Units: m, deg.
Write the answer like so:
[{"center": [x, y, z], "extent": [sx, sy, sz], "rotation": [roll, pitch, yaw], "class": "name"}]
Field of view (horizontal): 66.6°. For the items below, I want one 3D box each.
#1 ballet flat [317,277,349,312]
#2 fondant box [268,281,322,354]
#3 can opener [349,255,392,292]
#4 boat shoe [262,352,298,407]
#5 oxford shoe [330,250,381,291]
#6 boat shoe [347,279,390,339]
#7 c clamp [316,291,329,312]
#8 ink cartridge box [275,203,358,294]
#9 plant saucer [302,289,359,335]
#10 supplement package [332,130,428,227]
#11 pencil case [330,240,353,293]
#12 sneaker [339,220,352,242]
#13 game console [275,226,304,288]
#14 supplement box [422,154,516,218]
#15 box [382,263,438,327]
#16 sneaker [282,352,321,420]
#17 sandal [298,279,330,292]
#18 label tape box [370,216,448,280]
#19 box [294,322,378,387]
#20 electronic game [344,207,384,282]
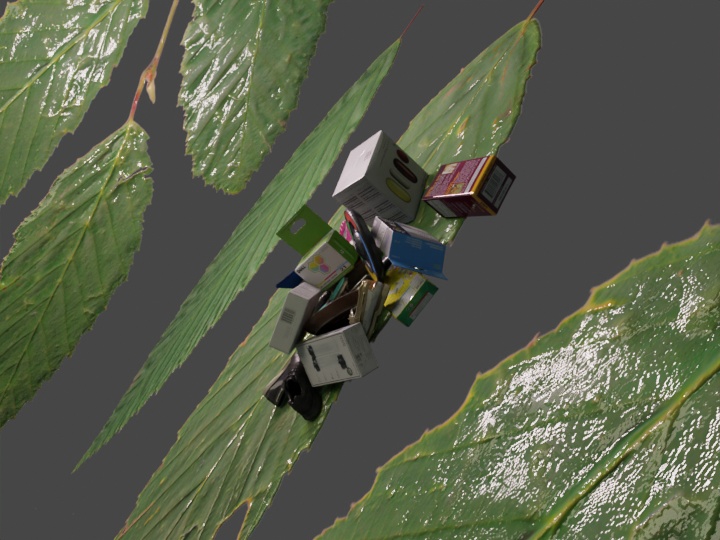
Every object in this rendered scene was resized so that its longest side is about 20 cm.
[{"center": [-0.068, 0.101, 1.496], "extent": [0.201, 0.072, 0.072], "rotation": [-53, 22, 29], "class": "ballet flat"}, {"center": [-0.161, 0.116, 1.395], "extent": [0.200, 0.058, 0.145], "rotation": [-39, -30, -82], "class": "fondant box"}, {"center": [0.045, 0.004, 1.451], "extent": [0.200, 0.053, 0.067], "rotation": [-46, 26, 13], "class": "can opener"}, {"center": [-0.179, 0.287, 1.497], "extent": [0.200, 0.073, 0.063], "rotation": [-47, 68, 2], "class": "boat shoe"}, {"center": [0.000, 0.000, 1.513], "extent": [0.200, 0.075, 0.071], "rotation": [-43, 15, 24], "class": "oxford shoe"}, {"center": [0.008, 0.108, 1.288], "extent": [0.075, 0.068, 0.201], "rotation": [-59, -10, -65], "class": "boat shoe"}, {"center": [-0.149, 0.130, 1.581], "extent": [0.200, 0.027, 0.171], "rotation": [-51, -3, 13], "class": "c clamp"}, {"center": [-0.125, -0.054, 1.466], "extent": [0.148, 0.200, 0.076], "rotation": [-40, 17, 35], "class": "ink cartridge box"}, {"center": [-0.050, 0.111, 1.380], "extent": [0.200, 0.035, 0.200], "rotation": [-30, -14, -9], "class": "plant saucer"}, {"center": [0.061, -0.247, 1.576], "extent": [0.147, 0.200, 0.192], "rotation": [-23, 39, 47], "class": "supplement package"}, {"center": [-0.033, -0.022, 1.580], "extent": [0.200, 0.090, 0.078], "rotation": [-42, -5, 13], "class": "pencil case"}, {"center": [-0.032, -0.087, 1.688], "extent": [0.200, 0.088, 0.082], "rotation": [-46, 62, 54], "class": "sneaker"}, {"center": [-0.177, -0.035, 1.693], "extent": [0.118, 0.200, 0.172], "rotation": [-7, 85, 17], "class": "game console"}, {"center": [0.254, -0.195, 1.305], "extent": [0.111, 0.086, 0.200], "rotation": [-59, 26, -12], "class": "supplement box"}, {"center": [0.099, 0.043, 1.316], "extent": [0.117, 0.048, 0.200], "rotation": [-52, 27, 5], "class": "box"}, {"center": [-0.153, 0.275, 1.376], "extent": [0.076, 0.091, 0.200], "rotation": [-40, 36, 12], "class": "sneaker"}, {"center": [-0.115, 0.035, 1.660], "extent": [0.207, 0.079, 0.059], "rotation": [-42, 26, 17], "class": "sandal"}, {"center": [0.118, -0.056, 1.282], "extent": [0.200, 0.144, 0.064], "rotation": [-128, 55, -64], "class": "label tape box"}, {"center": [-0.060, 0.201, 1.294], "extent": [0.060, 0.117, 0.200], "rotation": [-23, -1, -43], "class": "box"}, {"center": [0.007, -0.061, 1.346], "extent": [0.041, 0.201, 0.200], "rotation": [-24, 25, -5], "class": "electronic game"}]
